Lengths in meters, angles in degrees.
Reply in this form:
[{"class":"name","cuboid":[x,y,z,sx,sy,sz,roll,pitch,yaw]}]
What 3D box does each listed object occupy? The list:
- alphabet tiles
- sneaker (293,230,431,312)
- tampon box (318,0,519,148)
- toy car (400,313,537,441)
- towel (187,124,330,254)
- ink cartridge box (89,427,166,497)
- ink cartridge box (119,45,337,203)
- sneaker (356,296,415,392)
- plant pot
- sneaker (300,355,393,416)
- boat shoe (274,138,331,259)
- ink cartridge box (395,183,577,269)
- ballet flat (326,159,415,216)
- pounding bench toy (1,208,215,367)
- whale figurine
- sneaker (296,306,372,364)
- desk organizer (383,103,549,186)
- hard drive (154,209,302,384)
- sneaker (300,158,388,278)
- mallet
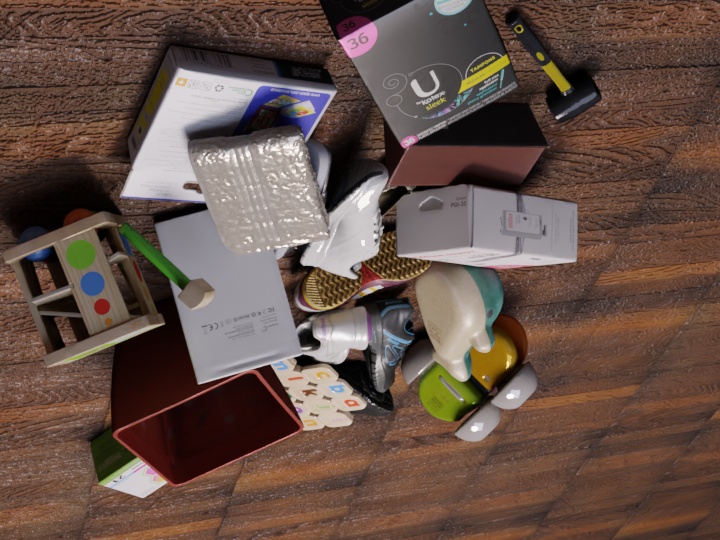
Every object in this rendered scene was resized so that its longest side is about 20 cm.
[{"class":"alphabet tiles","cuboid":[-0.098,0.176,1.946,0.195,0.015,0.200,-11,140,31]},{"class":"sneaker","cuboid":[0.000,0.000,1.796,0.199,0.075,0.090,-19,179,-24]},{"class":"tampon box","cuboid":[0.057,-0.258,1.405,0.149,0.127,0.200,-28,146,8]},{"class":"toy car","cuboid":[0.175,0.144,2.033,0.200,0.175,0.150,-48,175,33]},{"class":"towel","cuboid":[-0.112,-0.091,1.529,0.132,0.035,0.200,-9,144,3]},{"class":"ink cartridge box","cuboid":[-0.282,0.278,2.009,0.148,0.076,0.200,-34,143,18]},{"class":"ink cartridge box","cuboid":[-0.155,-0.157,1.506,0.197,0.047,0.200,2,142,-33]},{"class":"sneaker","cuboid":[0.045,0.112,1.962,0.082,0.073,0.200,-17,147,-8]},{"class":"plant pot","cuboid":[-0.217,0.139,1.762,0.199,0.177,0.200,-25,147,4]},{"class":"sneaker","cuboid":[-0.034,0.183,2.032,0.199,0.076,0.091,24,133,-36]},{"class":"boat shoe","cuboid":[-0.070,-0.088,1.632,0.066,0.070,0.200,-18,147,-37]},{"class":"ink cartridge box","cuboid":[0.162,-0.054,1.726,0.199,0.083,0.146,6,173,-40]},{"class":"ballet flat","cuboid":[0.008,-0.076,1.703,0.067,0.047,0.200,20,129,-44]},{"class":"pounding bench toy","cuboid":[-0.285,0.000,1.538,0.199,0.157,0.124,-22,179,0]},{"class":"whale figurine","cuboid":[0.145,0.060,1.883,0.103,0.159,0.201,-27,135,-26]},{"class":"sneaker","cuboid":[-0.054,0.086,1.842,0.099,0.075,0.200,-3,168,-17]},{"class":"desk organizer","cuboid":[0.121,-0.154,1.638,0.199,0.072,0.077,-2,144,-27]},{"class":"hard drive","cuboid":[-0.161,0.023,1.622,0.131,0.201,0.027,-15,175,-9]},{"class":"sneaker","cuboid":[-0.004,-0.064,1.648,0.087,0.075,0.200,25,141,-8]},{"class":"mallet","cuboid":[0.217,-0.242,1.605,0.066,0.041,0.200,-35,139,23]}]
